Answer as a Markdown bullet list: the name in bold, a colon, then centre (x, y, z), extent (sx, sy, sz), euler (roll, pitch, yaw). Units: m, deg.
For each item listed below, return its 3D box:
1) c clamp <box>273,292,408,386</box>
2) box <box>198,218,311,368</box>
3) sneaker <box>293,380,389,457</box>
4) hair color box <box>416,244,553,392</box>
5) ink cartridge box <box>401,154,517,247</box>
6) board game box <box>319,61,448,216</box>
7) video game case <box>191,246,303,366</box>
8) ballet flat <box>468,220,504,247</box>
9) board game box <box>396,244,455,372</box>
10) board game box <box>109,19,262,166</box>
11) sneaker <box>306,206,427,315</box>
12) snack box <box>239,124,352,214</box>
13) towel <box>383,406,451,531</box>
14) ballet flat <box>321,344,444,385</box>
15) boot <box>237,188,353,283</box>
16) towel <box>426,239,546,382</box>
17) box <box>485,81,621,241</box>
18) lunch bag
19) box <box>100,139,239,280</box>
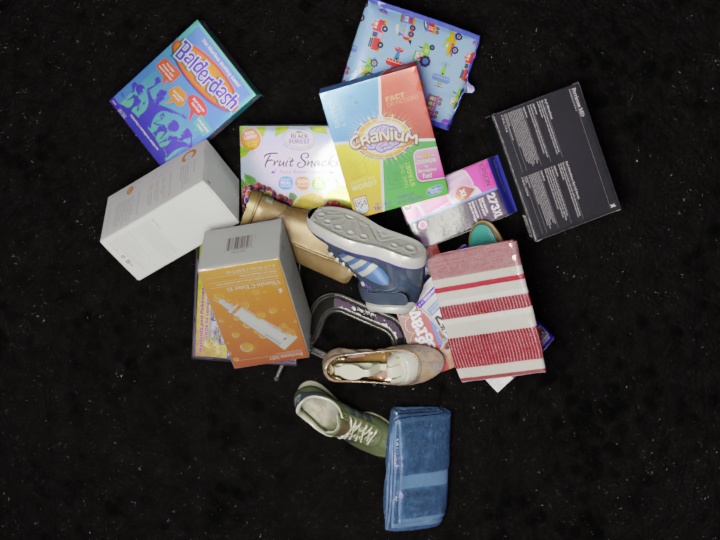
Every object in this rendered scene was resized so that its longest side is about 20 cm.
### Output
- **c clamp**: centre (-0.026, 0.128, 1.633), extent (0.198, 0.027, 0.172), euler (17, 96, 7)
- **box**: centre (-0.157, 0.037, 1.507), extent (0.123, 0.098, 0.201), euler (-9, 129, 7)
- **sneaker**: centre (-0.025, 0.255, 1.616), extent (0.199, 0.090, 0.067), euler (31, 102, 3)
- **hair color box**: centre (0.185, 0.073, 1.516), extent (0.200, 0.065, 0.109), euler (46, 122, 7)
- **ink cartridge box**: centre (0.164, -0.110, 1.547), extent (0.198, 0.037, 0.095), euler (-22, 93, 4)
- **board game box**: centre (0.037, -0.194, 1.487), extent (0.152, 0.040, 0.202), euler (-15, 110, 6)
- **video game case**: centre (-0.186, 0.051, 1.630), extent (0.179, 0.025, 0.202), euler (3, 92, 8)
- **ballet flat**: centre (0.216, 0.013, 1.554), extent (0.068, 0.063, 0.202), euler (-1, 107, 38)
- **board game box**: centre (0.110, 0.065, 1.594), extent (0.102, 0.019, 0.202), euler (-21, 95, 4)
- **board game box**: centre (-0.281, -0.278, 1.594), extent (0.200, 0.045, 0.152), euler (-39, 92, 12)
- **sneaker**: centre (0.000, 0.000, 1.507), extent (0.198, 0.081, 0.147), euler (21, 128, 10)
- **snack box**: centre (-0.090, -0.161, 1.578), extent (0.198, 0.053, 0.144), euler (1, 99, 8)
- **towel**: centre (0.095, 0.324, 1.614), extent (0.111, 0.048, 0.202), euler (-1, 99, -19)
- **ballet flat**: centre (0.033, 0.156, 1.572), extent (0.198, 0.067, 0.069), euler (-5, 97, 12)
- **boot**: centre (-0.106, -0.022, 1.568), extent (0.198, 0.066, 0.176), euler (21, 118, -8)
- **towel**: centre (0.188, 0.062, 1.462), extent (0.143, 0.023, 0.202), euler (-10, 101, 29)
- **box**: centre (0.290, -0.163, 1.495), extent (0.140, 0.079, 0.202), euler (-20, 96, 2)
- **lunch bag**: centre (0.083, -0.311, 1.514), extent (0.198, 0.094, 0.152), euler (19, 101, -1)
- **box**: centre (-0.299, -0.096, 1.568), extent (0.199, 0.125, 0.098), euler (-28, 126, 15)
